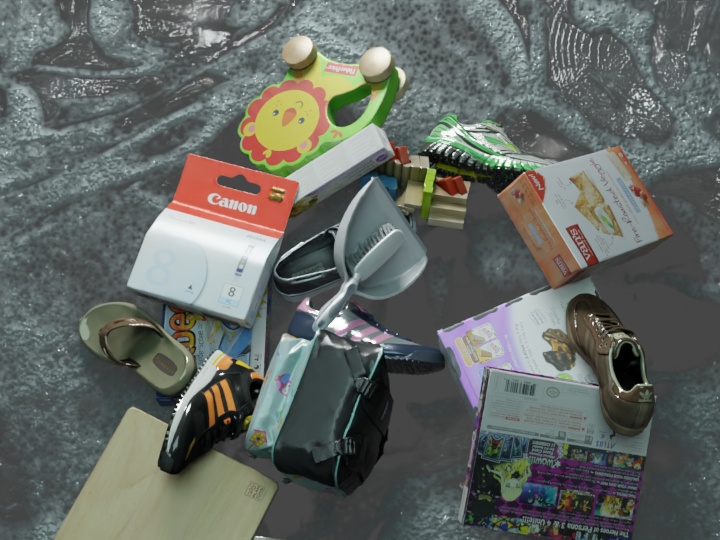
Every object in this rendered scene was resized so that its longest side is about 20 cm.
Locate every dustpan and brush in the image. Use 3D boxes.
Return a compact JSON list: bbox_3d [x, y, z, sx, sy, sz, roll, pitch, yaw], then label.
[{"bbox_3d":[0.000,0.000,1.634,0.200,0.140,0.057,-45,29,-17],"label":"dustpan and brush"}]

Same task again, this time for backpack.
[{"bbox_3d":[-0.040,0.168,1.541,0.153,0.200,0.176,12,75,17],"label":"backpack"}]

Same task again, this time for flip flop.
[{"bbox_3d":[-0.280,0.091,1.644,0.200,0.058,0.081,30,88,39],"label":"flip flop"}]

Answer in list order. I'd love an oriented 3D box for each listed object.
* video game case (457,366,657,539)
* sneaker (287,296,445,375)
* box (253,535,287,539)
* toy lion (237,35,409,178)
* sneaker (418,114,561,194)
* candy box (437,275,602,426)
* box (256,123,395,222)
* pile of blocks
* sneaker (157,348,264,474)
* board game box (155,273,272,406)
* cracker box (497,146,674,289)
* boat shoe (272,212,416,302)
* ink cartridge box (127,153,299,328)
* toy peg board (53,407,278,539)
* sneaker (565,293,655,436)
[{"bbox_3d":[0.223,0.213,1.521,0.199,0.036,0.182,9,91,-6],"label":"video game case"},{"bbox_3d":[0.009,0.077,1.642,0.199,0.070,0.082,9,70,7],"label":"sneaker"},{"bbox_3d":[-0.028,0.359,1.525,0.199,0.068,0.082,7,67,9],"label":"box"},{"bbox_3d":[-0.060,-0.205,1.756,0.200,0.069,0.192,13,71,32],"label":"toy lion"},{"bbox_3d":[0.180,-0.152,1.720,0.200,0.078,0.085,19,68,13],"label":"sneaker"},{"bbox_3d":[0.216,0.117,1.604,0.200,0.072,0.168,-22,66,-4],"label":"candy box"},{"bbox_3d":[-0.051,-0.116,1.710,0.200,0.039,0.042,-31,67,16],"label":"box"},{"bbox_3d":[0.053,-0.122,1.709,0.200,0.062,0.082,26,48,20],"label":"pile of blocks"},{"bbox_3d":[-0.163,0.168,1.543,0.090,0.070,0.200,22,34,2],"label":"sneaker"},{"bbox_3d":[-0.182,0.070,1.682,0.135,0.034,0.200,-2,67,5],"label":"board game box"},{"bbox_3d":[0.274,-0.067,1.617,0.200,0.058,0.134,-18,74,-42],"label":"cracker box"},{"bbox_3d":[-0.020,-0.029,1.690,0.200,0.068,0.072,-24,67,-6],"label":"boat shoe"},{"bbox_3d":[-0.182,-0.044,1.674,0.160,0.047,0.200,15,78,13],"label":"ink cartridge box"},{"bbox_3d":[-0.228,0.299,1.566,0.199,0.098,0.200,27,71,4],"label":"toy peg board"},{"bbox_3d":[0.289,0.088,1.503,0.070,0.076,0.200,-1,46,-17],"label":"sneaker"}]
